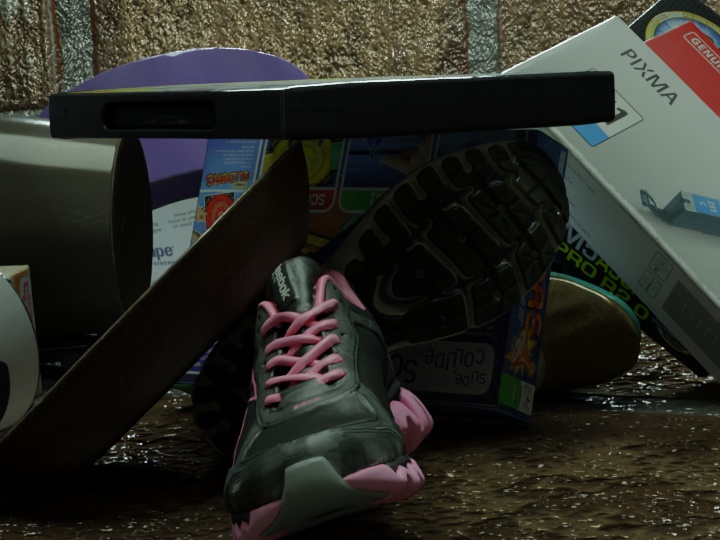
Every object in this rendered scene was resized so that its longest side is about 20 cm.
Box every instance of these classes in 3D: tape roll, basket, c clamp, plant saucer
[{"bbox_3d":[-0.113,-0.052,1.330,0.198,0.086,0.200,-13,-24,-6],"label":"tape roll"},{"bbox_3d":[-0.224,-0.021,1.178,0.198,0.182,0.137,0,41,6],"label":"basket"},{"bbox_3d":[-0.128,0.036,1.249,0.169,0.027,0.200,-6,9,29],"label":"c clamp"},{"bbox_3d":[-0.085,0.026,0.909,0.200,0.037,0.200,-46,4,4],"label":"plant saucer"}]

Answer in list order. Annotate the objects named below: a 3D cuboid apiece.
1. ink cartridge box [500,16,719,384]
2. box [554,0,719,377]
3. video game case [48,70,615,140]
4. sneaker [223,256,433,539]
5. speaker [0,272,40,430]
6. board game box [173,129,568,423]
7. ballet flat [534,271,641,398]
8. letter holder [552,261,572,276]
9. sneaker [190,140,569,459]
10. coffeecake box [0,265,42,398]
[{"bbox_3d":[0.187,-0.050,1.073,0.175,0.200,0.045,-27,-24,-35],"label":"ink cartridge box"},{"bbox_3d":[0.179,-0.054,1.132,0.160,0.044,0.200,40,49,12],"label":"box"},{"bbox_3d":[-0.013,-0.076,0.967,0.199,0.026,0.180,-7,8,-40],"label":"video game case"},{"bbox_3d":[-0.020,0.045,0.810,0.078,0.096,0.200,-16,5,4],"label":"sneaker"},{"bbox_3d":[-0.220,0.056,0.806,0.081,0.082,0.199,2,16,35],"label":"speaker"},{"bbox_3d":[0.000,0.000,1.029,0.198,0.137,0.034,3,-12,34],"label":"board game box"},{"bbox_3d":[0.045,0.030,1.056,0.199,0.068,0.072,17,37,39],"label":"ballet flat"},{"bbox_3d":[0.020,0.006,1.195,0.198,0.144,0.101,-5,-25,15],"label":"letter holder"},{"bbox_3d":[0.004,0.005,0.949,0.199,0.079,0.089,-34,15,-3],"label":"sneaker"},{"bbox_3d":[-0.259,0.048,1.007,0.152,0.074,0.200,-3,7,10],"label":"coffeecake box"}]
